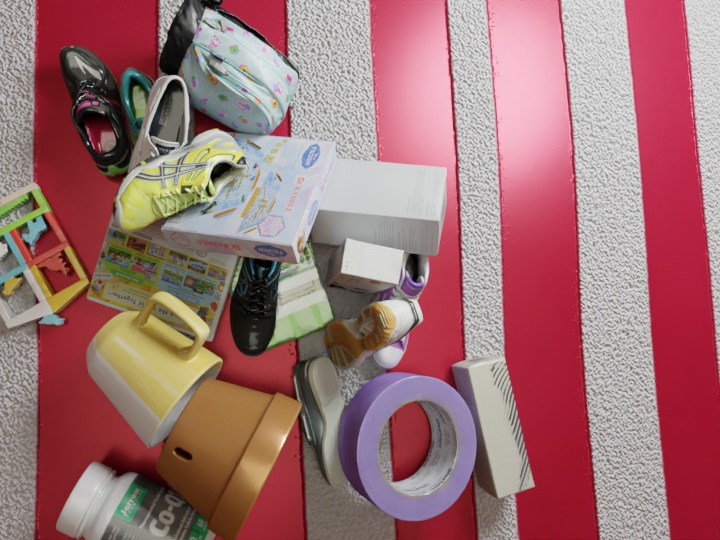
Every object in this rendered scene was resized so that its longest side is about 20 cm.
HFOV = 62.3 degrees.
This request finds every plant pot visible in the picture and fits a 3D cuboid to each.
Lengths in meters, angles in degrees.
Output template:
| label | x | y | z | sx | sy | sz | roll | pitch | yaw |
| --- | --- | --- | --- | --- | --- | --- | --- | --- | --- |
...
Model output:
| label | x | y | z | sx | sy | sz | roll | pitch | yaw |
| --- | --- | --- | --- | --- | --- | --- | --- | --- | --- |
| plant pot | -0.185 | 0.244 | 0.818 | 0.138 | 0.200 | 0.203 | 27 | 81 | -1 |

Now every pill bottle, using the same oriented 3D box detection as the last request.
| label | x | y | z | sx | sy | sz | roll | pitch | yaw |
| --- | --- | --- | --- | --- | --- | --- | --- | --- | --- |
| pill bottle | -0.305 | 0.354 | 0.827 | 0.197 | 0.113 | 0.115 | 28 | 81 | -7 |

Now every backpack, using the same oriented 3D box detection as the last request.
| label | x | y | z | sx | sy | sz | roll | pitch | yaw |
| --- | --- | --- | --- | --- | --- | --- | --- | --- | --- |
| backpack | -0.194 | -0.294 | 0.890 | 0.198 | 0.166 | 0.129 | 30 | 75 | -21 |

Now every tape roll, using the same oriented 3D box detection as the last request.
| label | x | y | z | sx | sy | sz | roll | pitch | yaw |
| --- | --- | --- | --- | --- | --- | --- | --- | --- | --- |
| tape roll | 0.070 | 0.258 | 0.892 | 0.195 | 0.085 | 0.205 | 2 | 84 | -22 |

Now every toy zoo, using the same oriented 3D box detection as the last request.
| label | x | y | z | sx | sy | sz | roll | pitch | yaw |
| --- | --- | --- | --- | --- | --- | --- | --- | --- | --- |
| toy zoo | -0.489 | -0.009 | 0.876 | 0.130 | 0.020 | 0.203 | -30 | 91 | -11 |

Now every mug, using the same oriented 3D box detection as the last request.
| label | x | y | z | sx | sy | sz | roll | pitch | yaw |
| --- | --- | --- | --- | --- | --- | --- | --- | --- | --- |
| mug | -0.288 | 0.124 | 0.840 | 0.152 | 0.149 | 0.188 | 38 | 87 | 5 |

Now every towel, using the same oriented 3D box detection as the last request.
| label | x | y | z | sx | sy | sz | roll | pitch | yaw |
| --- | --- | --- | --- | --- | --- | --- | --- | --- | --- |
| towel | -0.136 | 0.013 | 0.933 | 0.146 | 0.031 | 0.204 | -19 | 90 | -8 |

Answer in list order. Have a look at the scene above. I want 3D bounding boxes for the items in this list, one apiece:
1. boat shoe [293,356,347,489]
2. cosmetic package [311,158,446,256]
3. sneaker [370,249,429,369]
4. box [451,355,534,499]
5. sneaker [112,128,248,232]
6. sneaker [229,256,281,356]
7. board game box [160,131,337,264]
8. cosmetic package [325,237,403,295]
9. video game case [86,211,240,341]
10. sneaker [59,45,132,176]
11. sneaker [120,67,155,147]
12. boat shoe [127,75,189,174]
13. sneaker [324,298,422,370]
| label | x | y | z | sx | sy | sz | roll | pitch | yaw |
| --- | --- | --- | --- | --- | --- | --- | --- | --- | --- |
| boat shoe | -0.059 | 0.233 | 0.915 | 0.072 | 0.061 | 0.205 | -19 | 99 | -52 |
| cosmetic package | 0.027 | -0.098 | 0.894 | 0.195 | 0.082 | 0.115 | 7 | 53 | 12 |
| sneaker | 0.058 | 0.052 | 0.915 | 0.071 | 0.114 | 0.206 | 11 | 84 | -9 |
| box | 0.207 | 0.242 | 0.939 | 0.067 | 0.082 | 0.205 | -13 | 88 | -11 |
| sneaker | -0.239 | -0.117 | 0.796 | 0.199 | 0.076 | 0.076 | -41 | 57 | -18 |
| sneaker | -0.155 | 0.025 | 0.874 | 0.071 | 0.082 | 0.205 | 6 | 87 | -8 |
| board game box | -0.152 | -0.111 | 0.851 | 0.195 | 0.042 | 0.203 | 8 | 55 | 15 |
| cosmetic package | 0.000 | 0.000 | 0.865 | 0.080 | 0.200 | 0.052 | 9 | 82 | -8 |
| video game case | -0.287 | -0.013 | 0.891 | 0.196 | 0.023 | 0.186 | 19 | 92 | -5 |
| sneaker | -0.391 | -0.244 | 0.882 | 0.075 | 0.084 | 0.204 | -23 | 89 | -11 |
| sneaker | -0.315 | -0.199 | 0.889 | 0.076 | 0.080 | 0.204 | -20 | 97 | -9 |
| boat shoe | -0.280 | -0.171 | 0.830 | 0.072 | 0.065 | 0.205 | 4 | 95 | -27 |
| sneaker | 0.018 | 0.094 | 0.876 | 0.086 | 0.199 | 0.077 | -13 | 81 | -34 |
